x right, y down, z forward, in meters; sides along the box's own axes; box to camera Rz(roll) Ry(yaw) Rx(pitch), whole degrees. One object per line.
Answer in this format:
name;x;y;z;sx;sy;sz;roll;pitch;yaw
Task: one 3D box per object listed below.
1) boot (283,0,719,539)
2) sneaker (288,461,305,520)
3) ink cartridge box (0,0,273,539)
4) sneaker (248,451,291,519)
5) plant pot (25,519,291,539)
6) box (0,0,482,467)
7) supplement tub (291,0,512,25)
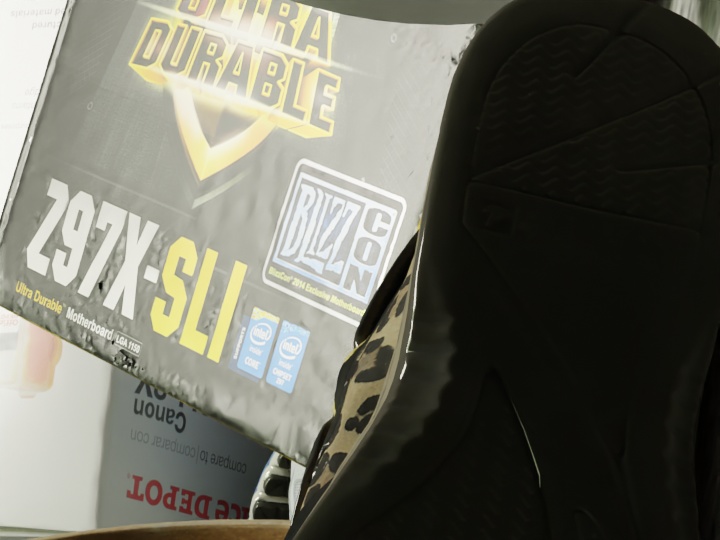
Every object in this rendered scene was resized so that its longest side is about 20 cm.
boot;0.016;0.063;0.541;0.151;0.073;0.200;106;178;-66
sneaker;0.015;0.039;0.856;0.115;0.075;0.200;104;171;-54
ink cartridge box;-0.078;0.009;1.057;0.145;0.083;0.200;24;-110;-59
sneaker;-0.001;0.085;1.020;0.200;0.078;0.089;101;176;-48
plant pot;-0.047;0.180;0.705;0.186;0.186;0.200;-87;-8;-79
box;-0.018;-0.041;0.773;0.200;0.049;0.160;23;98;53
supplement tub;0.019;-0.167;0.595;0.145;0.145;0.200;-82;2;-53
